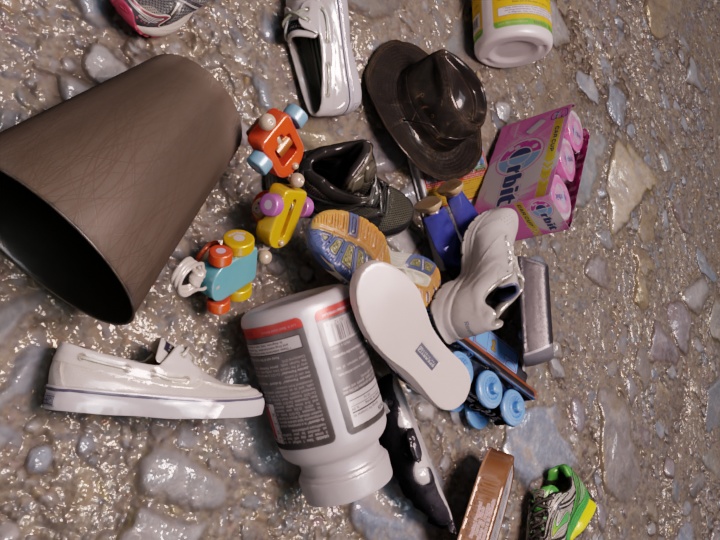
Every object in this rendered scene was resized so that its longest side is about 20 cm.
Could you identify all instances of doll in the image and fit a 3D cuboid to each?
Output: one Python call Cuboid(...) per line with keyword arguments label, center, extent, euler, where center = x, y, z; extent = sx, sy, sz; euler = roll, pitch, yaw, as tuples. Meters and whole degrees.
Cuboid(label="doll", center=(0.146, -0.017, 0.899), extent=(0.136, 0.048, 0.201), euler=(-37, 114, -21))

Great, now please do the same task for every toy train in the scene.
Cuboid(label="toy train", center=(0.144, 0.121, 0.880), extent=(0.200, 0.086, 0.115), euler=(36, 56, -30))
Cuboid(label="toy train", center=(-0.114, -0.059, 0.664), extent=(0.201, 0.055, 0.150), euler=(-57, 155, -10))

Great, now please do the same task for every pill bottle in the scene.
Cuboid(label="pill bottle", center=(-0.040, 0.124, 0.704), extent=(0.115, 0.116, 0.201), euler=(-19, 95, -40))
Cuboid(label="pill bottle", center=(0.216, -0.409, 1.009), extent=(0.111, 0.111, 0.201), euler=(5, 79, -39))

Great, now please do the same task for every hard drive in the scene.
Cuboid(label="hard drive", center=(0.229, 0.058, 0.918), extent=(0.200, 0.042, 0.136), euler=(36, 52, -72))

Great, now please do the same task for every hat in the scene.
Cuboid(label="hat", center=(0.104, -0.220, 0.884), extent=(0.200, 0.081, 0.202), euler=(15, 63, -30))

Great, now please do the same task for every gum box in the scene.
Cuboid(label="gum box", center=(0.240, -0.137, 0.965), extent=(0.066, 0.113, 0.201), euler=(48, 48, -30))

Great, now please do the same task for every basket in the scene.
Cuboid(label="basket", center=(-0.203, -0.087, 0.596), extent=(0.180, 0.136, 0.200), euler=(42, 53, -12))

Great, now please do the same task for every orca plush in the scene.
Cuboid(label="orca plush", center=(0.044, 0.222, 0.810), extent=(0.105, 0.071, 0.201), euler=(-100, 168, -67))

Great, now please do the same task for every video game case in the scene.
Cuboid(label="video game case", center=(0.130, -0.112, 0.949), extent=(0.142, 0.017, 0.201), euler=(-18, 94, -40))

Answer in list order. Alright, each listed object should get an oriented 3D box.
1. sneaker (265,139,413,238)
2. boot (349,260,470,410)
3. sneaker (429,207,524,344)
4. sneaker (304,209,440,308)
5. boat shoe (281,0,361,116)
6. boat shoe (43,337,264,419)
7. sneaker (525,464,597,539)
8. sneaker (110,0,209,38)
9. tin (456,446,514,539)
Cuboid(label="sneaker", center=(0.005, -0.086, 0.779), extent=(0.199, 0.114, 0.077), euler=(19, 72, -38))
Cuboid(label="boot", center=(0.033, 0.065, 0.730), extent=(0.073, 0.090, 0.200), euler=(-43, 119, -17))
Cuboid(label="sneaker", center=(0.155, 0.004, 0.813), extent=(0.075, 0.087, 0.201), euler=(50, 51, -32))
Cuboid(label="sneaker", center=(0.000, 0.000, 0.772), extent=(0.200, 0.088, 0.076), euler=(31, 62, -40))
Cuboid(label="boat shoe", center=(-0.053, -0.273, 0.786), extent=(0.067, 0.073, 0.201), euler=(-25, 100, -42))
Cuboid(label="boat shoe", center=(-0.175, 0.096, 0.629), extent=(0.199, 0.071, 0.070), euler=(11, 78, -31))
Cuboid(label="sneaker", center=(0.247, 0.345, 0.942), extent=(0.085, 0.078, 0.200), euler=(57, 44, -9))
Cuboid(label="sneaker", center=(-0.168, -0.306, 0.697), extent=(0.081, 0.074, 0.200), euler=(52, 55, -20))
Cuboid(label="tin", center=(0.145, 0.313, 0.841), extent=(0.201, 0.042, 0.112), euler=(-66, 153, -26))
